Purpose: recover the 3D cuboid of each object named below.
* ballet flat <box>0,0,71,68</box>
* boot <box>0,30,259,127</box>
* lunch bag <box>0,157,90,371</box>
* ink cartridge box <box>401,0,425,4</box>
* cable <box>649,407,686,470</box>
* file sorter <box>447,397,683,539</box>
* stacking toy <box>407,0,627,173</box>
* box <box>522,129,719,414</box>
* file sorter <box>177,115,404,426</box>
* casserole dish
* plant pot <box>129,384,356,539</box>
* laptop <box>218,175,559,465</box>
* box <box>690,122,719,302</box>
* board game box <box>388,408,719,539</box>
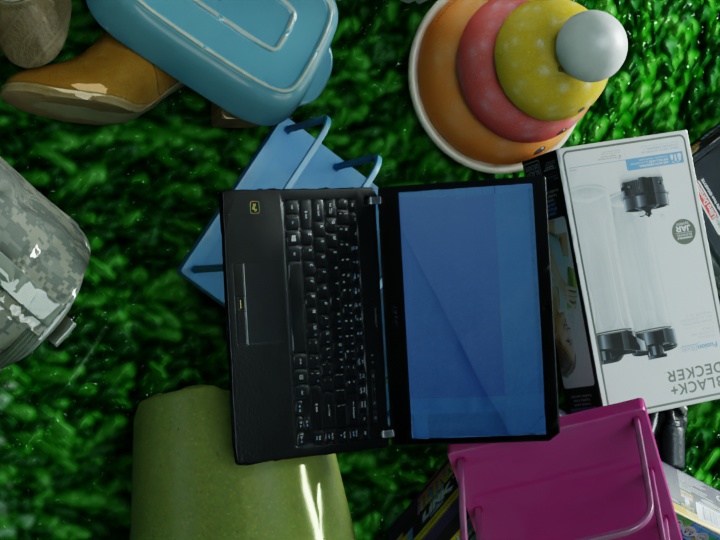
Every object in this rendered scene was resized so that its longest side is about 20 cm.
[{"bbox_3d":[-0.231,-0.239,1.358,0.067,0.072,0.202,-3,73,3],"label":"ballet flat"},{"bbox_3d":[-0.154,-0.177,1.420,0.200,0.071,0.145,2,82,-23],"label":"boot"},{"bbox_3d":[-0.275,-0.027,1.314,0.200,0.168,0.140,43,76,-13],"label":"lunch bag"},{"bbox_3d":[-0.015,-0.270,1.424,0.199,0.145,0.084,19,82,-18],"label":"ink cartridge box"},{"bbox_3d":[0.164,0.085,1.525,0.199,0.051,0.164,16,84,-18],"label":"cable"},{"bbox_3d":[0.152,0.215,1.379,0.138,0.126,0.201,-14,124,10],"label":"file sorter"},{"bbox_3d":[0.130,-0.147,1.444,0.145,0.200,0.147,0,89,-19],"label":"stacking toy"},{"bbox_3d":[0.198,0.006,1.486,0.116,0.060,0.202,-8,87,-23],"label":"box"},{"bbox_3d":[0.000,0.000,1.437,0.200,0.123,0.139,37,77,-15],"label":"file sorter"},{"bbox_3d":[-0.096,-0.186,1.391,0.199,0.039,0.122,33,70,-19],"label":"casserole dish"},{"bbox_3d":[-0.082,0.174,1.382,0.199,0.200,0.186,-2,79,-20],"label":"plant pot"},{"bbox_3d":[0.020,0.031,1.320,0.199,0.103,0.179,-2,89,-37],"label":"laptop"},{"bbox_3d":[0.340,-0.035,1.599,0.159,0.046,0.201,-35,101,-17],"label":"box"},{"bbox_3d":[0.145,0.193,1.473,0.199,0.057,0.166,28,122,-17],"label":"board game box"}]
